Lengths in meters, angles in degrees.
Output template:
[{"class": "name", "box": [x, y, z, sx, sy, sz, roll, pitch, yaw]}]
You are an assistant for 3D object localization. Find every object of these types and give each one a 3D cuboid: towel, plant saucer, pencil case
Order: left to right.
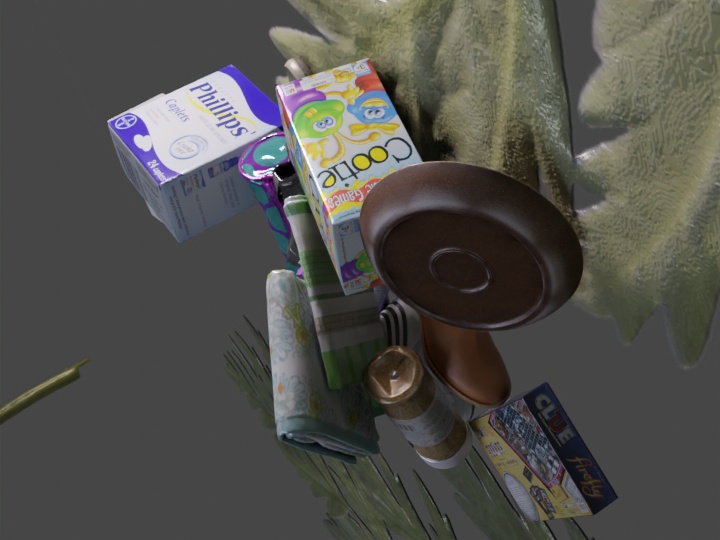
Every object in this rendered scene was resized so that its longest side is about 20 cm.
[{"class": "pencil case", "box": [-0.088, -0.081, 1.404, 0.201, 0.084, 0.093, 67, -162, -44]}, {"class": "towel", "box": [-0.042, 0.108, 1.148, 0.200, 0.048, 0.173, 38, -141, -61]}, {"class": "towel", "box": [-0.026, 0.022, 1.154, 0.149, 0.030, 0.202, -3, -101, -65]}, {"class": "plant saucer", "box": [0.089, -0.009, 0.923, 0.198, 0.032, 0.201, 14, 143, 11]}]

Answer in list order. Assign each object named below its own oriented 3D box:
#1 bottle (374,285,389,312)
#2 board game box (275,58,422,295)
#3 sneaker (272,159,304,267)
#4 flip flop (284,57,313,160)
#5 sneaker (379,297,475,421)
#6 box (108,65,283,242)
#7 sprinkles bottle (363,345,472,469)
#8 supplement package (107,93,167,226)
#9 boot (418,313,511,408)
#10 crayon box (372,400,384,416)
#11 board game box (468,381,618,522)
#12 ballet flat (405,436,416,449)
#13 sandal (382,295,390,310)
[{"class": "bottle", "box": [-0.013, 0.036, 1.311, 0.066, 0.083, 0.201, -92, 16, -48]}, {"class": "board game box", "box": [-0.003, -0.094, 1.052, 0.105, 0.102, 0.201, 81, 169, -49]}, {"class": "sneaker", "box": [-0.066, -0.087, 1.268, 0.090, 0.067, 0.201, 24, 135, -3]}, {"class": "flip flop", "box": [-0.063, -0.155, 1.288, 0.081, 0.057, 0.201, 41, 155, 48]}, {"class": "sneaker", "box": [0.060, 0.120, 1.280, 0.076, 0.115, 0.202, 34, 149, 56]}, {"class": "box", "box": [-0.207, -0.162, 1.453, 0.184, 0.199, 0.106, 45, 156, 41]}, {"class": "sprinkles bottle", "box": [0.067, 0.155, 1.195, 0.068, 0.068, 0.200, 48, 176, 36]}, {"class": "supplement package", "box": [-0.355, -0.201, 1.971, 0.121, 0.119, 0.201, 28, 144, 59]}, {"class": "boot", "box": [0.107, 0.043, 1.099, 0.201, 0.073, 0.155, 54, 157, 6]}, {"class": "crayon box", "box": [-0.019, 0.118, 1.489, 0.200, 0.050, 0.128, 66, -173, -62]}, {"class": "board game box", "box": [0.191, 0.201, 1.167, 0.136, 0.034, 0.200, 59, 164, 7]}, {"class": "ballet flat", "box": [0.050, 0.157, 1.463, 0.201, 0.067, 0.068, 68, 171, -23]}, {"class": "sandal", "box": [0.000, 0.000, 1.365, 0.201, 0.081, 0.055, 72, -174, -48]}]
